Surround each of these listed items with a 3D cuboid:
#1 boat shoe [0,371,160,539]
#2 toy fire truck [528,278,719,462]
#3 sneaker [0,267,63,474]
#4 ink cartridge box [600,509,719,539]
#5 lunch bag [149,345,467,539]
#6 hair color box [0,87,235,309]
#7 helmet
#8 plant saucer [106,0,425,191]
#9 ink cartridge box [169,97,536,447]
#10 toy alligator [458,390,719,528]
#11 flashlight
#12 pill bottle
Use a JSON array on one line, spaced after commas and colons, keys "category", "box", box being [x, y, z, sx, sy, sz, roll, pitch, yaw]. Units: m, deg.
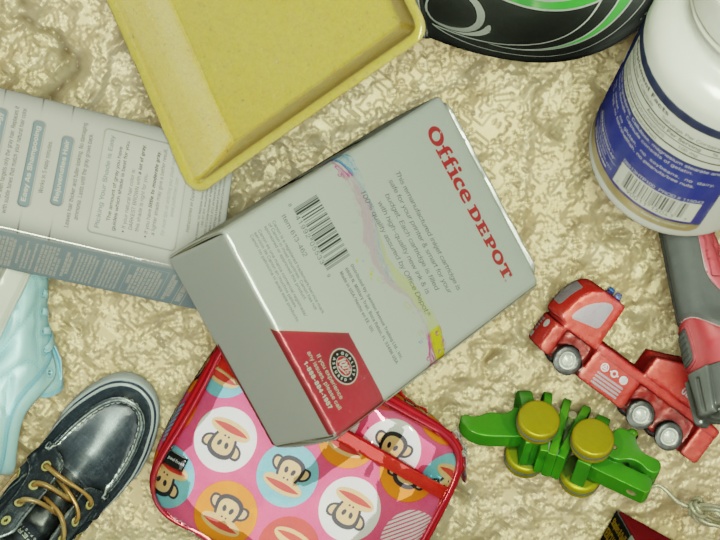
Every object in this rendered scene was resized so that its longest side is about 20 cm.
[{"category": "boat shoe", "box": [-0.211, 0.162, 1.055, 0.071, 0.091, 0.201, 39, 95, -7]}, {"category": "toy fire truck", "box": [0.233, 0.052, 1.071, 0.199, 0.049, 0.142, 36, 95, -4]}, {"category": "sneaker", "box": [-0.240, 0.047, 1.063, 0.081, 0.074, 0.202, 21, 92, -33]}, {"category": "ink cartridge box", "box": [0.200, 0.241, 1.017, 0.083, 0.200, 0.177, 28, 96, -3]}, {"category": "lunch bag", "box": [-0.031, 0.125, 1.064, 0.198, 0.082, 0.178, 30, 92, -7]}, {"category": "hair color box", "box": [-0.188, -0.049, 1.007, 0.197, 0.061, 0.100, 13, 64, -16]}, {"category": "helmet", "box": [0.123, -0.232, 0.963, 0.188, 0.200, 0.203, -5, 97, 4]}, {"category": "plant saucer", "box": [-0.064, -0.183, 0.994, 0.199, 0.048, 0.202, -31, 76, 25]}, {"category": "ink cartridge box", "box": [0.000, 0.000, 0.997, 0.199, 0.083, 0.147, -33, 98, -33]}, {"category": "toy alligator", "box": [0.168, 0.125, 1.071, 0.198, 0.060, 0.055, 18, 53, 8]}, {"category": "flashlight", "box": [0.237, 0.001, 1.022, 0.067, 0.067, 0.203, -20, 63, 33]}, {"category": "pill bottle", "box": [0.220, -0.117, 0.931, 0.118, 0.201, 0.121, 4, 63, -8]}]
